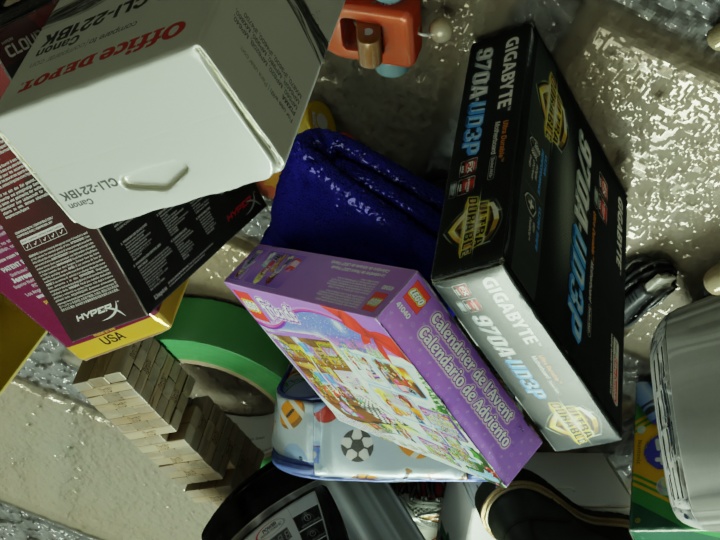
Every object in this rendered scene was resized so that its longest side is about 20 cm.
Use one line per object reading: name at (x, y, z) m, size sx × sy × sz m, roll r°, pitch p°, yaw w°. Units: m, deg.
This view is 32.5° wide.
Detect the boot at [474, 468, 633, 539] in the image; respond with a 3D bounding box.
boot at (0.180, 0.242, 0.923) m, size 0.198 × 0.139 × 0.078 m, roll 25°, pitch 109°, yaw -21°

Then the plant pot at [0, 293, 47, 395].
plant pot at (-0.373, 0.013, 0.960) m, size 0.174 × 0.201 × 0.201 m, roll 21°, pitch 142°, yaw 13°

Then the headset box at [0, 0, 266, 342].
headset box at (-0.163, -0.084, 0.757) m, size 0.077 × 0.149 × 0.202 m, roll -19°, pitch 109°, yaw 35°

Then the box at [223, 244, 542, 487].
box at (0.008, 0.052, 0.758) m, size 0.137 × 0.039 × 0.199 m, roll 52°, pitch 160°, yaw -24°

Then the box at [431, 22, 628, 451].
box at (0.108, -0.022, 0.731) m, size 0.045 × 0.202 × 0.159 m, roll -15°, pitch 131°, yaw 28°

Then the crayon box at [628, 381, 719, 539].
crayon box at (0.304, 0.144, 0.913) m, size 0.197 × 0.127 × 0.052 m, roll -5°, pitch 143°, yaw 23°

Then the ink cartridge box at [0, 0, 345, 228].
ink cartridge box at (-0.092, -0.134, 0.670) m, size 0.143 × 0.202 × 0.084 m, roll -13°, pitch 134°, yaw 30°

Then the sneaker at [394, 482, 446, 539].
sneaker at (0.077, 0.199, 1.109) m, size 0.197 × 0.078 × 0.083 m, roll 11°, pitch 134°, yaw -6°

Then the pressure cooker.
pressure cooker at (-0.035, 0.242, 0.997) m, size 0.174 × 0.201 × 0.180 m, roll -7°, pitch 140°, yaw -38°

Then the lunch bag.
lunch bag at (0.033, 0.111, 0.950) m, size 0.197 × 0.160 × 0.077 m, roll 3°, pitch 96°, yaw 4°

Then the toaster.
toaster at (0.276, 0.099, 0.827) m, size 0.128 × 0.203 × 0.113 m, roll -17°, pitch 161°, yaw 39°

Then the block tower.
block tower at (-0.159, 0.123, 1.030) m, size 0.053 × 0.058 × 0.201 m, roll -12°, pitch 132°, yaw 29°

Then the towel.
towel at (0.000, 0.000, 0.815) m, size 0.146 × 0.050 × 0.201 m, roll 28°, pitch 150°, yaw 2°

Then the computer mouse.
computer mouse at (0.114, 0.006, 0.878) m, size 0.198 × 0.053 × 0.139 m, roll 29°, pitch 140°, yaw -14°

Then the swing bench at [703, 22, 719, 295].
swing bench at (0.272, -0.095, 0.593) m, size 0.128 × 0.201 × 0.201 m, roll 22°, pitch 141°, yaw -8°

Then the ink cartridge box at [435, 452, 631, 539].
ink cartridge box at (0.138, 0.257, 1.048) m, size 0.144 × 0.085 × 0.203 m, roll 3°, pitch 115°, yaw -12°

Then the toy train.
toy train at (-0.022, -0.103, 0.788) m, size 0.148 × 0.056 × 0.201 m, roll 14°, pitch 141°, yaw 11°

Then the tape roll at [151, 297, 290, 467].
tape roll at (-0.126, 0.106, 1.080) m, size 0.197 × 0.049 × 0.202 m, roll 10°, pitch 140°, yaw 8°

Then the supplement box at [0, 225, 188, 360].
supplement box at (-0.211, -0.053, 0.860) m, size 0.102 × 0.132 × 0.200 m, roll -18°, pitch 129°, yaw 35°
